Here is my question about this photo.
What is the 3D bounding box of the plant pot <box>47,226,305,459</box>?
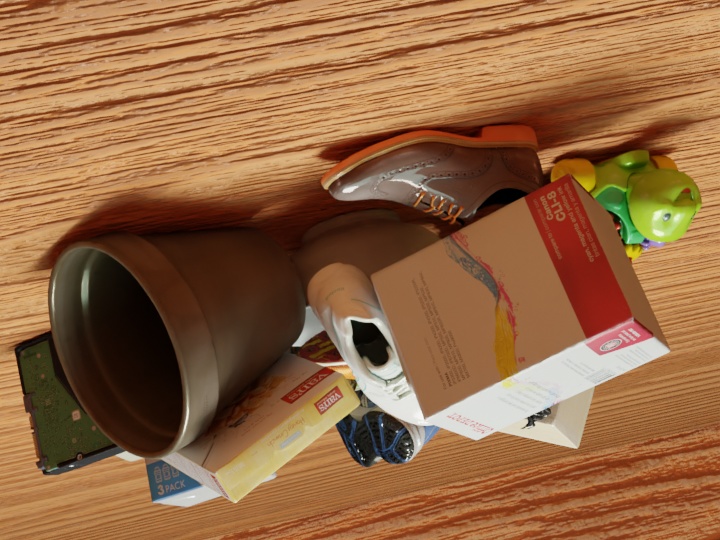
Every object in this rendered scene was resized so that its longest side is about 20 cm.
[{"bbox_3d":[-0.148,0.043,1.553,0.173,0.200,0.200,-23,174,-36],"label":"plant pot"}]

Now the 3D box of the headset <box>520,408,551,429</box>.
[{"bbox_3d":[0.103,0.106,1.815,0.094,0.124,0.200,19,-175,-43],"label":"headset"}]

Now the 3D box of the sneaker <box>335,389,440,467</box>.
[{"bbox_3d":[0.029,0.150,1.769,0.077,0.076,0.200,-31,-166,-21],"label":"sneaker"}]

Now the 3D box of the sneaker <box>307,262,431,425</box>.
[{"bbox_3d":[0.021,0.083,1.565,0.070,0.080,0.200,-36,126,5],"label":"sneaker"}]

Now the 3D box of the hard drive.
[{"bbox_3d":[-0.251,0.114,1.771,0.200,0.140,0.038,-21,164,25],"label":"hard drive"}]

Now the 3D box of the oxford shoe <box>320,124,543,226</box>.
[{"bbox_3d":[0.066,-0.075,1.485,0.199,0.073,0.071,-9,164,-18],"label":"oxford shoe"}]

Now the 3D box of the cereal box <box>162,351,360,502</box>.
[{"bbox_3d":[-0.103,0.130,1.575,0.144,0.040,0.200,-38,-159,-19],"label":"cereal box"}]

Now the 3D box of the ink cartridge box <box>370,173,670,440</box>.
[{"bbox_3d":[0.137,0.037,1.523,0.200,0.145,0.145,-27,159,14],"label":"ink cartridge box"}]

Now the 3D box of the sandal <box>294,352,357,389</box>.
[{"bbox_3d":[-0.051,0.117,1.738,0.211,0.070,0.078,-1,127,-39],"label":"sandal"}]

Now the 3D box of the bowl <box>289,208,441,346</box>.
[{"bbox_3d":[0.000,0.000,1.673,0.201,0.091,0.201,-14,165,-4],"label":"bowl"}]

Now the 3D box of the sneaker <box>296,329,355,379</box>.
[{"bbox_3d":[0.030,0.088,1.670,0.200,0.073,0.077,-3,117,-29],"label":"sneaker"}]

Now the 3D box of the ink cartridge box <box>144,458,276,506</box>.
[{"bbox_3d":[-0.165,0.127,1.785,0.115,0.201,0.068,-20,160,23],"label":"ink cartridge box"}]

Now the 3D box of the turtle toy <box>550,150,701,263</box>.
[{"bbox_3d":[0.242,-0.054,1.673,0.145,0.101,0.200,-5,163,-33],"label":"turtle toy"}]

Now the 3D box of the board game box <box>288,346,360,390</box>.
[{"bbox_3d":[-0.048,0.076,1.887,0.103,0.105,0.200,-25,163,38],"label":"board game box"}]

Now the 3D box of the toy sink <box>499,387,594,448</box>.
[{"bbox_3d":[0.184,0.071,1.880,0.130,0.200,0.112,11,165,25],"label":"toy sink"}]

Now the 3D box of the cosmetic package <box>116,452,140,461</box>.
[{"bbox_3d":[-0.190,0.142,2.010,0.199,0.105,0.071,-17,165,6],"label":"cosmetic package"}]
